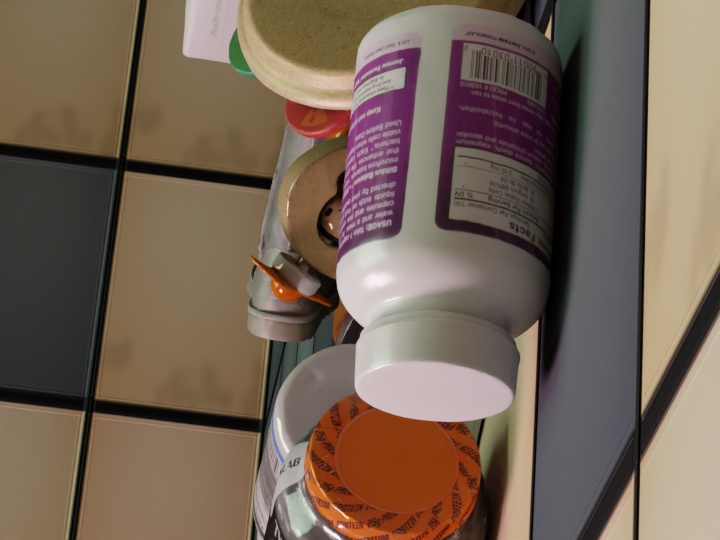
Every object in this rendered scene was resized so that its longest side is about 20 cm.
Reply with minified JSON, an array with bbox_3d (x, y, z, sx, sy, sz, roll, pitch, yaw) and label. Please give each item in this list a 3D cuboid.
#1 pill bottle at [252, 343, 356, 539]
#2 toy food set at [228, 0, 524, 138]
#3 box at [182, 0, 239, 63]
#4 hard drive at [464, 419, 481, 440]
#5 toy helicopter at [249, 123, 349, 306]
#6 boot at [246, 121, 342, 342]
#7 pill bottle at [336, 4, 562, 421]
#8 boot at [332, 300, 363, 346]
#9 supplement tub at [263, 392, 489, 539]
[{"bbox_3d":[-0.013,0.144,1.866,0.200,0.114,0.114,105,171,-59],"label":"pill bottle"},{"bbox_3d":[0.014,-0.167,1.661,0.049,0.200,0.198,60,-150,-48],"label":"toy food set"},{"bbox_3d":[-0.041,-0.286,2.332,0.171,0.200,0.199,-95,15,-61],"label":"box"},{"bbox_3d":[0.062,0.016,1.683,0.200,0.026,0.132,-89,8,-55],"label":"hard drive"},{"bbox_3d":[0.000,0.000,1.807,0.079,0.132,0.200,43,162,50],"label":"toy helicopter"},{"bbox_3d":[-0.034,-0.066,1.895,0.182,0.073,0.200,-98,14,-75],"label":"boot"},{"bbox_3d":[0.046,-0.028,1.430,0.112,0.112,0.200,108,169,-66],"label":"pill bottle"},{"bbox_3d":[0.006,0.014,2.040,0.188,0.068,0.200,83,179,-51],"label":"boot"},{"bbox_3d":[0.005,0.161,1.566,0.200,0.123,0.123,102,173,-52],"label":"supplement tub"}]
